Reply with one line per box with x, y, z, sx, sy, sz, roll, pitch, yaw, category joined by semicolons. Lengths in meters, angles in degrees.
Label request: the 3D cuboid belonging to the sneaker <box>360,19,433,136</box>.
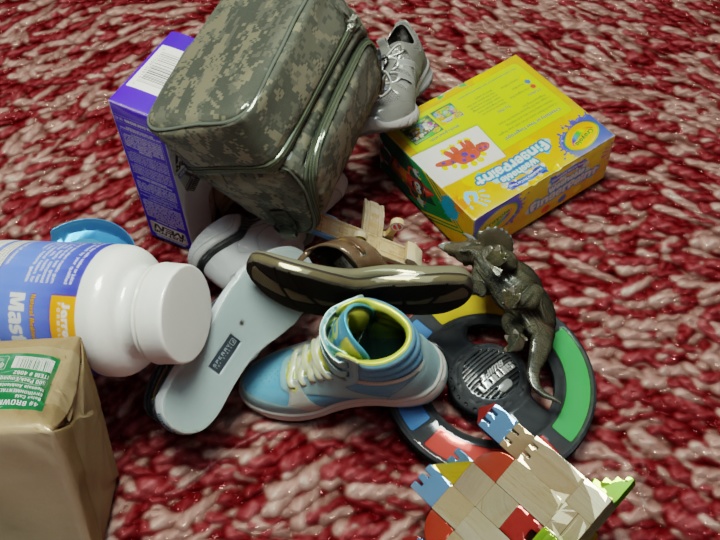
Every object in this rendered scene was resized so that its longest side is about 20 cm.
0.026;-0.209;0.942;0.074;0.082;0.200;-8;31;19;sneaker

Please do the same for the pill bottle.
-0.234;0.032;0.736;0.199;0.112;0.112;2;52;20;pill bottle

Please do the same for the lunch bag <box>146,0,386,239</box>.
-0.066;-0.152;0.789;0.139;0.168;0.201;3;59;36;lunch bag

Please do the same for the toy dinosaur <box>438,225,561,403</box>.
0.146;0.025;0.805;0.102;0.077;0.200;-5;51;-55;toy dinosaur

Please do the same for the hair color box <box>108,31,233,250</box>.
-0.179;-0.125;0.881;0.065;0.200;0.110;23;58;14;hair color box

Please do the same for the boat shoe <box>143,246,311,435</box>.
-0.127;0.058;0.799;0.071;0.091;0.201;45;68;-19;boat shoe

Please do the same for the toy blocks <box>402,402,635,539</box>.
0.104;0.201;0.704;0.137;0.100;0.200;39;85;29;toy blocks

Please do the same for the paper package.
-0.309;0.153;0.680;0.199;0.191;0.104;-2;39;-2;paper package

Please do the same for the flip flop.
0.000;0.000;0.760;0.199;0.081;0.058;1;65;-4;flip flop

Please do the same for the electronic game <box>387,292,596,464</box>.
0.121;0.104;0.814;0.199;0.042;0.201;0;54;0;electronic game

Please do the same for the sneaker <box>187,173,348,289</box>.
-0.068;-0.025;0.892;0.200;0.075;0.115;-34;70;-29;sneaker

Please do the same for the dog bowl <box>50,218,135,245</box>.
-0.315;0.027;0.865;0.199;0.050;0.112;-31;60;-21;dog bowl

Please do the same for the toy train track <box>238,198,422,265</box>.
-0.022;-0.047;0.860;0.199;0.033;0.115;20;51;-18;toy train track

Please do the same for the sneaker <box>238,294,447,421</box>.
-0.032;0.073;0.762;0.199;0.131;0.080;-10;59;14;sneaker

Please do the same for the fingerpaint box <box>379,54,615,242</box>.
0.148;-0.130;0.964;0.199;0.074;0.167;-31;59;-19;fingerpaint box
